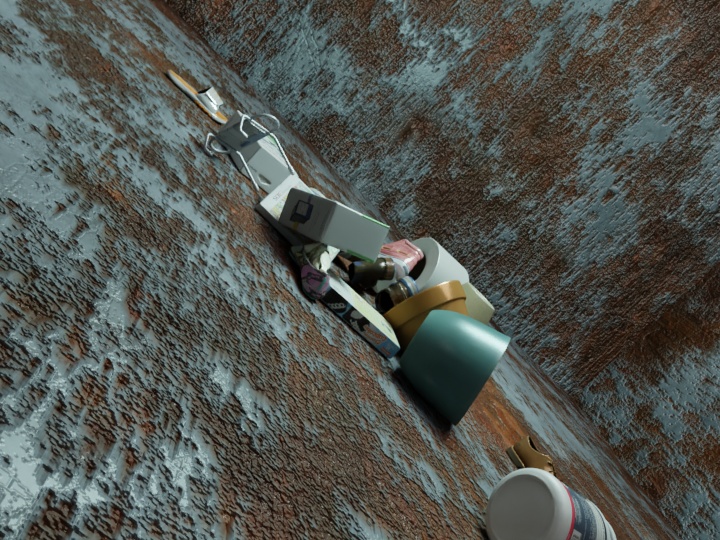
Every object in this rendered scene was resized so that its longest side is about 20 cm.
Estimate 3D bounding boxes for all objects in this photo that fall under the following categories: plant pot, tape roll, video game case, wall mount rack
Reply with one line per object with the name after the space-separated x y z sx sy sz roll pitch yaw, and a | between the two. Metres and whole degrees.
0.159 0.129 1.647 0.141 0.199 0.200 64 14 15 | plant pot
0.173 0.172 1.475 0.160 0.202 0.200 33 7 10 | plant pot
0.179 0.031 2.072 0.139 0.203 0.203 40 10 -31 | tape roll
0.222 0.131 1.824 0.187 0.200 0.187 43 10 -9 | plant pot
-0.120 -0.111 1.686 0.200 0.023 0.182 45 34 -7 | video game case
-0.244 -0.263 1.676 0.173 0.198 0.075 32 51 -42 | wall mount rack

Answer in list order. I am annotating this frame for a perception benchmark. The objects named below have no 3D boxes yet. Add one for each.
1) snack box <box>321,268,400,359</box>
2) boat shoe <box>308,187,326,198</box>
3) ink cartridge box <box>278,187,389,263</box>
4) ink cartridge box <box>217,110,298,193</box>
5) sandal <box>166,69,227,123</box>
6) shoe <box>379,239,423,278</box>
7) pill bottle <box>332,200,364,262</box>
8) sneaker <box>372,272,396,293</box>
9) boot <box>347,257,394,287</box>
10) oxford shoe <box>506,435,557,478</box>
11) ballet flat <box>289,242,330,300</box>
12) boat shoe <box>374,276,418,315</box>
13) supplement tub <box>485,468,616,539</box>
-0.007 0.084 1.520 0.200 0.037 0.116 42 10 -19 | snack box
-0.087 -0.145 2.060 0.199 0.073 0.072 31 38 6 | boat shoe
-0.059 -0.096 1.555 0.144 0.088 0.199 21 4 -35 | ink cartridge box
-0.256 -0.289 1.885 0.146 0.084 0.200 36 14 -44 | ink cartridge box
-0.427 -0.479 2.033 0.206 0.059 0.079 41 10 -25 | sandal
0.075 -0.041 2.049 0.199 0.091 0.072 17 -43 42 | shoe
-0.058 -0.104 1.845 0.199 0.115 0.115 28 16 -29 | pill bottle
0.041 0.003 1.933 0.105 0.075 0.200 49 -4 22 | sneaker
0.000 0.000 1.783 0.096 0.076 0.200 0 -8 -22 | boot
0.406 0.451 1.665 0.071 0.071 0.201 36 15 -51 | oxford shoe
-0.089 -0.013 1.467 0.069 0.071 0.200 37 11 -25 | ballet flat
0.070 0.066 1.734 0.073 0.072 0.200 62 -18 12 | boat shoe
0.297 0.402 1.162 0.200 0.140 0.141 38 11 -37 | supplement tub
